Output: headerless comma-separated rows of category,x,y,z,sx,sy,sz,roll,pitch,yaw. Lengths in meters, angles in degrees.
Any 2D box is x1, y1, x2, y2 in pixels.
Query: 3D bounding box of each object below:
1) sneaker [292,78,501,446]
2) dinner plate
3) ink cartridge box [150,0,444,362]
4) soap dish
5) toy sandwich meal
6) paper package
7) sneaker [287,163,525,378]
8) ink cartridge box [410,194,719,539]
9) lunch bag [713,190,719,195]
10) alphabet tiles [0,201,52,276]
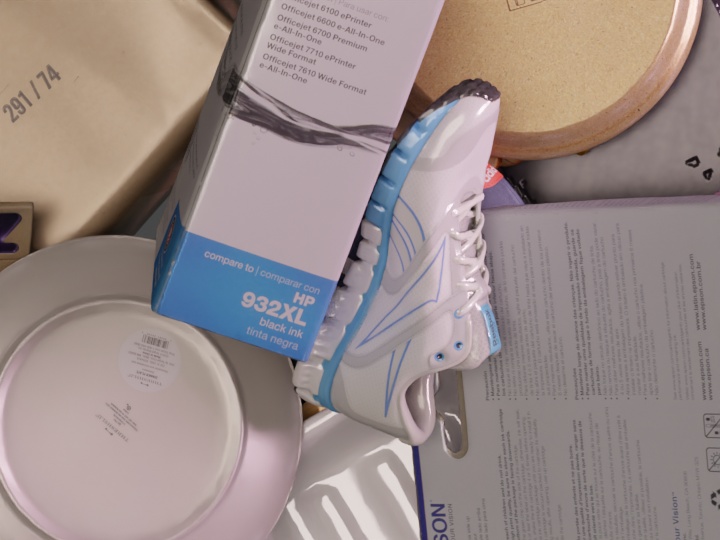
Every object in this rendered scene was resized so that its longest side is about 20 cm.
sneaker,0.041,0.000,1.169,0.087,0.075,0.200,32,122,19
dinner plate,-0.127,0.081,1.224,0.200,0.024,0.201,1,86,-13
ink cartridge box,-0.032,-0.077,1.163,0.084,0.145,0.200,19,105,-8
soap dish,0.025,0.131,1.288,0.200,0.081,0.158,-31,88,10
toy sandwich meal,0.087,-0.146,1.271,0.205,0.070,0.206,0,92,7
paper package,-0.175,-0.110,1.299,0.191,0.103,0.200,44,100,5
sneaker,0.000,0.000,1.278,0.200,0.075,0.085,-32,95,19
ink cartridge box,0.116,0.064,1.188,0.200,0.041,0.200,-1,97,33
lunch bag,0.245,0.045,1.223,0.170,0.127,0.200,-40,75,9
alphabet tiles,-0.212,0.034,1.257,0.200,0.008,0.167,-3,126,-18
